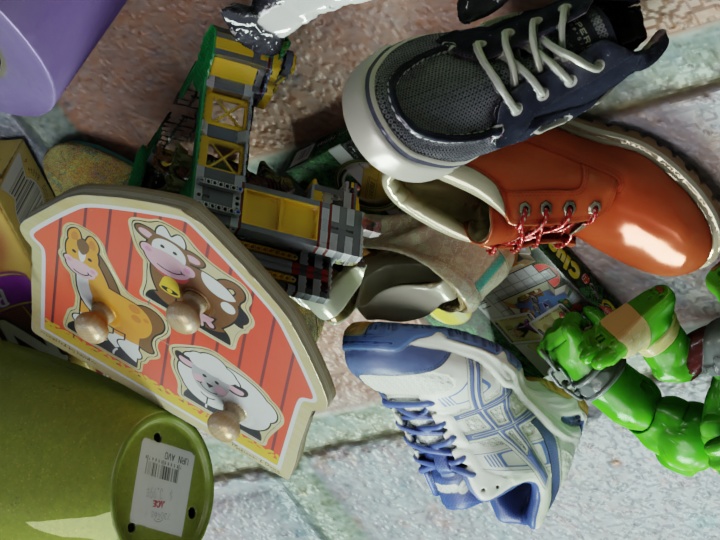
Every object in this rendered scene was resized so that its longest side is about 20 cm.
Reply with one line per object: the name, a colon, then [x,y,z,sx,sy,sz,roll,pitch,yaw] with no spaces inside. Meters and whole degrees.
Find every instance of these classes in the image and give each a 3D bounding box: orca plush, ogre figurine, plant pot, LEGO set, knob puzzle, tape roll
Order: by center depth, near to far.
orca plush: [0.024,-0.174,1.461,0.200,0.071,0.105,-35,125,23]
tape roll: [-0.222,-0.175,1.508,0.200,0.085,0.200,29,162,11]
knob puzzle: [-0.104,0.027,1.537,0.219,0.030,0.220,25,147,18]
LEGO set: [-0.057,-0.034,1.589,0.115,0.154,0.200,14,140,-16]
ogre figurine: [0.208,0.057,1.590,0.200,0.098,0.120,-26,116,21]
plant pot: [-0.192,0.125,1.678,0.199,0.187,0.187,-1,133,37]

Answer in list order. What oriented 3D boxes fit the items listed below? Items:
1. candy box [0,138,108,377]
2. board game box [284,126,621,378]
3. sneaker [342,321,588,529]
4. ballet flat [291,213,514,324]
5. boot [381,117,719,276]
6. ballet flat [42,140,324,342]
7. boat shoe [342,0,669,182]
candy box: [-0.226,0.013,1.782,0.116,0.057,0.200,-4,133,28]
board game box: [0.058,-0.013,1.647,0.105,0.024,0.200,-24,120,43]
sneaker: [0.059,0.090,1.621,0.075,0.088,0.200,4,163,44]
ballet flat: [0.000,0.000,1.616,0.200,0.062,0.067,-7,133,47]
boot: [0.102,-0.035,1.542,0.199,0.107,0.075,27,136,-6]
ballet flat: [-0.111,-0.002,1.704,0.200,0.071,0.071,35,137,-11]
boat shoe: [0.076,-0.104,1.434,0.093,0.200,0.075,-31,86,35]
